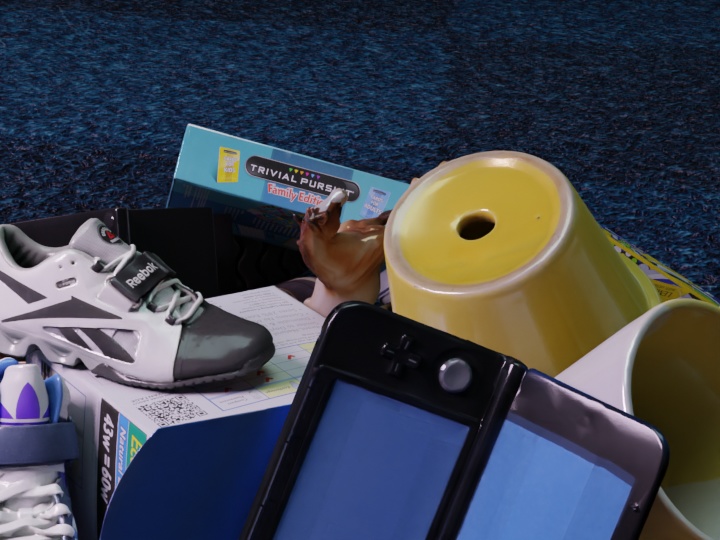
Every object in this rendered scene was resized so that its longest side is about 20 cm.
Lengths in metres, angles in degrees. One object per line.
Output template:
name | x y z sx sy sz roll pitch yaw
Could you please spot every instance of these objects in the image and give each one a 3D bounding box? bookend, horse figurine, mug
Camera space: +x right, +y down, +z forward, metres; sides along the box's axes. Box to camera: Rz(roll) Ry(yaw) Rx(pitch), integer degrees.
bookend | -0.157 0.003 1.302 0.199 0.093 0.198 -4 -1 -43
horse figurine | 0.000 0.000 1.215 0.050 0.200 0.132 38 56 17
mug | 0.171 0.110 1.027 0.186 0.150 0.153 -8 -15 -41

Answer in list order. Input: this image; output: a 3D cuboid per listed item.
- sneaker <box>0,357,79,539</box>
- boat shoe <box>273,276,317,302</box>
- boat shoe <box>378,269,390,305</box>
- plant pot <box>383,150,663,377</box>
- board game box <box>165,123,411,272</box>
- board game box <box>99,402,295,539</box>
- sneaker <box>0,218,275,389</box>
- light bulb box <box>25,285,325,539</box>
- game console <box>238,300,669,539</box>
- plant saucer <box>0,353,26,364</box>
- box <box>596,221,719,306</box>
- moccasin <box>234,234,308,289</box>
sneaker | -0.202 0.133 1.013 0.080 0.147 0.200 -4 22 -16
boat shoe | -0.037 0.059 1.328 0.073 0.075 0.200 -8 23 -28
boat shoe | 0.059 0.038 1.403 0.074 0.086 0.202 -6 -7 -10
plant pot | 0.103 0.028 1.166 0.200 0.189 0.201 -13 44 13
board game box | -0.052 -0.054 1.378 0.199 0.047 0.151 15 -11 -7
board game box | -0.062 0.144 0.990 0.199 0.159 0.039 -8 23 -26
sneaker | -0.148 0.016 1.063 0.199 0.089 0.074 9 21 14
light bulb box | -0.087 0.112 1.114 0.198 0.125 0.200 -11 25 -33
game console | 0.039 0.140 0.922 0.170 0.201 0.118 21 3 -17
plant saucer | -0.211 0.073 1.254 0.199 0.035 0.200 -2 1 0
box | 0.207 0.019 1.342 0.200 0.070 0.064 31 10 -12
moccasin | -0.136 -0.020 1.532 0.200 0.074 0.078 -9 32 -4
